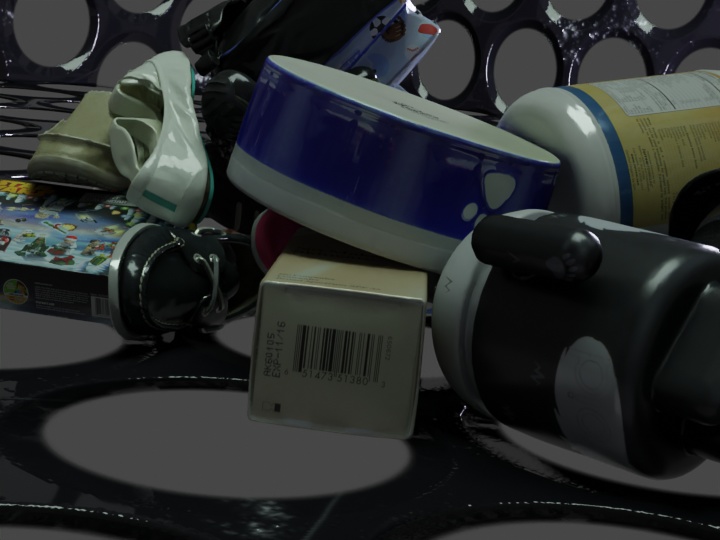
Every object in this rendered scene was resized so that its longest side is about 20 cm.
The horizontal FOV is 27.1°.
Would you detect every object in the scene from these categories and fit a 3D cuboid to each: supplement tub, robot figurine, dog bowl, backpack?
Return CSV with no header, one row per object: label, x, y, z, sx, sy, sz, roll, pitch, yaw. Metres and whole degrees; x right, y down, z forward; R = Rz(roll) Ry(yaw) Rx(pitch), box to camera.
supplement tub,0.203,-0.061,1.028,0.198,0.146,0.144,-9,15,-23
robot figurine,0.130,0.035,0.792,0.124,0.152,0.199,-20,25,-39
dog bowl,0.021,-0.065,0.931,0.198,0.080,0.200,19,11,-4
backpack,-0.035,-0.188,1.190,0.200,0.154,0.190,-41,15,-5

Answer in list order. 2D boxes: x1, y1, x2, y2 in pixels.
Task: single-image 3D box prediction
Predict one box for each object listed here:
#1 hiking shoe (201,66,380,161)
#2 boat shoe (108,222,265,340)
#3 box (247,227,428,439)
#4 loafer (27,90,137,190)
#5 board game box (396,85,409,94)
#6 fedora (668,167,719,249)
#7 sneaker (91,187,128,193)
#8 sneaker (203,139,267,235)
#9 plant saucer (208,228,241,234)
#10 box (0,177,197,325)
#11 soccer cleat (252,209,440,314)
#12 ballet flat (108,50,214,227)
hiking shoe,-0.032,-0.108,1.075,0.075,0.102,0.199,3,-20,44
boat shoe,-0.107,0.004,0.981,0.060,0.077,0.200,2,10,13
box,-0.007,0.031,0.875,0.094,0.079,0.200,6,10,1
loafer,-0.198,-0.102,1.139,0.075,0.069,0.200,7,9,7
board game box,0.084,-0.076,1.287,0.199,0.064,0.148,39,7,-7
fedora,0.242,0.037,0.879,0.091,0.202,0.200,-37,30,-22
sneaker,-0.184,-0.039,1.209,0.079,0.072,0.200,9,18,12
sneaker,-0.070,-0.064,1.250,0.198,0.077,0.115,13,1,-24
plant saucer,-0.044,-0.008,1.209,0.198,0.033,0.200,6,9,-1
box,-0.229,-0.019,1.049,0.198,0.040,0.137,8,25,11
soccer cleat,0.000,0.000,1.054,0.198,0.071,0.086,11,-13,-32
ballet flat,-0.148,-0.106,1.063,0.069,0.070,0.201,3,36,-16
